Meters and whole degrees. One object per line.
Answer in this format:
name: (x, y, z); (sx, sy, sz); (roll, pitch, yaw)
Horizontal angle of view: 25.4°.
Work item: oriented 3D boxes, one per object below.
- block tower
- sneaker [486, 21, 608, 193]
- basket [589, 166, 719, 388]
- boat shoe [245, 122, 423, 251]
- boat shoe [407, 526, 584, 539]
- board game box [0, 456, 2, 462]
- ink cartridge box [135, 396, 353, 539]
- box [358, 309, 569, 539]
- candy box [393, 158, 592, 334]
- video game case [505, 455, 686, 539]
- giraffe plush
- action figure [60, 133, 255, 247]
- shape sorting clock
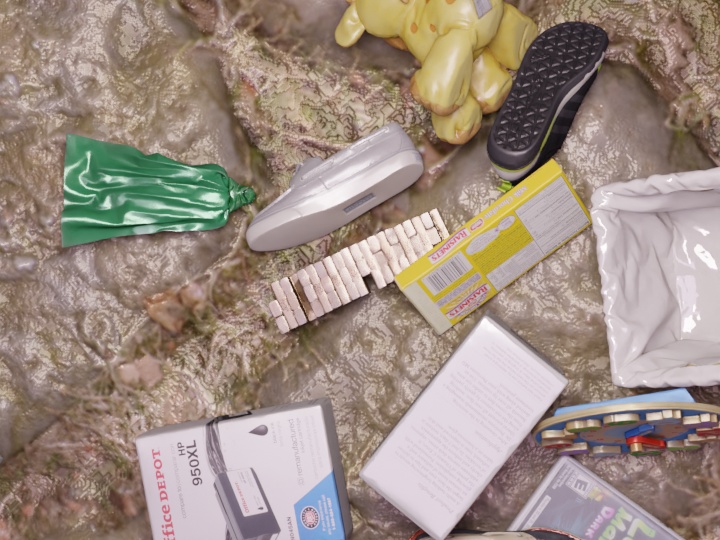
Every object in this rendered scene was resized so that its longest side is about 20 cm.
block tower: (0.000, 0.000, 1.650); (0.199, 0.058, 0.054); (-25, 89, 4)
sneaker: (0.186, -0.166, 1.629); (0.071, 0.083, 0.200); (28, 69, 24)
basket: (0.348, 0.003, 1.539); (0.197, 0.161, 0.201); (-7, 90, 31)
boat shoe: (-0.034, -0.088, 1.650); (0.199, 0.072, 0.069); (-30, 67, 11)
boat shoe: (0.143, 0.294, 1.616); (0.199, 0.063, 0.072); (6, 90, 4)
board game box: (-0.496, 0.252, 1.696); (0.147, 0.064, 0.201); (29, 94, 5)
ink cartridge box: (-0.119, 0.221, 1.649); (0.199, 0.084, 0.146); (-11, 89, 6)
box: (0.105, 0.151, 1.594); (0.106, 0.152, 0.200); (38, 95, 3)
candy box: (0.136, -0.022, 1.619); (0.200, 0.102, 0.026); (-36, 52, 4)
video game case: (0.226, 0.321, 1.650); (0.181, 0.023, 0.200); (36, 94, 4)
giraffe plush: (0.064, -0.248, 1.599); (0.162, 0.201, 0.173); (27, 60, 28)
action figure: (-0.209, -0.079, 1.669); (0.199, 0.055, 0.119); (2, 90, -2)
shape sorting clock: (0.266, 0.158, 1.558); (0.199, 0.200, 0.039); (-8, 70, 5)
